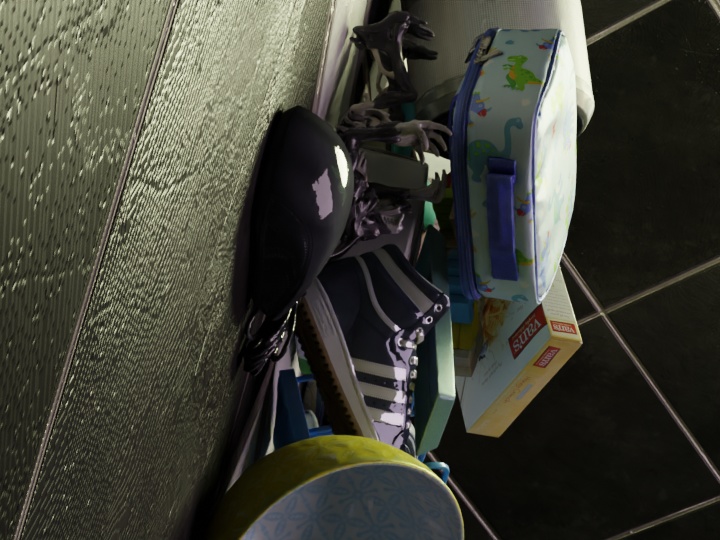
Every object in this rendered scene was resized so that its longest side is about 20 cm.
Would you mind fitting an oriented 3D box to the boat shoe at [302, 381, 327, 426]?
[{"bbox_3d":[-0.009,0.078,1.674,0.200,0.072,0.072,101,4,-47],"label":"boat shoe"}]

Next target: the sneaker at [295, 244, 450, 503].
[{"bbox_3d":[0.024,0.078,1.320,0.070,0.108,0.201,17,-50,67],"label":"sneaker"}]

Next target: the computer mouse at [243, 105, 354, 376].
[{"bbox_3d":[-0.034,-0.028,1.142,0.200,0.053,0.139,98,9,-57],"label":"computer mouse"}]

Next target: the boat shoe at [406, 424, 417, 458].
[{"bbox_3d":[0.015,0.224,1.602,0.091,0.071,0.201,-103,-160,-44],"label":"boat shoe"}]

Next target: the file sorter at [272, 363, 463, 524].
[{"bbox_3d":[0.008,0.189,1.421,0.139,0.122,0.200,100,-22,-61],"label":"file sorter"}]

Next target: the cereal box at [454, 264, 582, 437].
[{"bbox_3d":[0.123,0.026,1.549,0.144,0.039,0.200,-55,-146,39],"label":"cereal box"}]

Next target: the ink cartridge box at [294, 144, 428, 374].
[{"bbox_3d":[0.000,0.000,1.464,0.200,0.083,0.147,89,15,-72],"label":"ink cartridge box"}]

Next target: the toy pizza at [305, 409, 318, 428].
[{"bbox_3d":[-0.042,0.229,1.624,0.200,0.032,0.201,-178,-90,-81],"label":"toy pizza"}]

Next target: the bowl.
[{"bbox_3d":[-0.037,0.188,1.251,0.108,0.200,0.201,48,-46,48],"label":"bowl"}]

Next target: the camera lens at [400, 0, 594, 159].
[{"bbox_3d":[0.119,-0.204,1.555,0.160,0.159,0.201,92,-6,-71],"label":"camera lens"}]

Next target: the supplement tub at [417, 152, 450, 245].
[{"bbox_3d":[0.054,-0.012,1.810,0.132,0.132,0.201,-61,165,-74],"label":"supplement tub"}]

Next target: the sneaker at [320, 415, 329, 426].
[{"bbox_3d":[0.009,0.179,1.695,0.200,0.093,0.071,123,-38,-50],"label":"sneaker"}]

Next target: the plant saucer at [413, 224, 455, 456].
[{"bbox_3d":[0.057,0.053,1.391,0.200,0.019,0.070,-91,-166,-49],"label":"plant saucer"}]

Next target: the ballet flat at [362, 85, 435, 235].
[{"bbox_3d":[0.020,-0.093,1.525,0.200,0.069,0.070,74,28,-54],"label":"ballet flat"}]

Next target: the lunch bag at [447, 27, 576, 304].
[{"bbox_3d":[0.122,-0.082,1.399,0.161,0.082,0.200,-69,158,-47],"label":"lunch bag"}]

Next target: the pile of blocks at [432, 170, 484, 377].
[{"bbox_3d":[0.074,-0.012,1.503,0.082,0.062,0.201,33,62,-69],"label":"pile of blocks"}]

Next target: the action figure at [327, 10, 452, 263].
[{"bbox_3d":[0.020,-0.091,1.327,0.119,0.102,0.201,98,4,-74],"label":"action figure"}]
